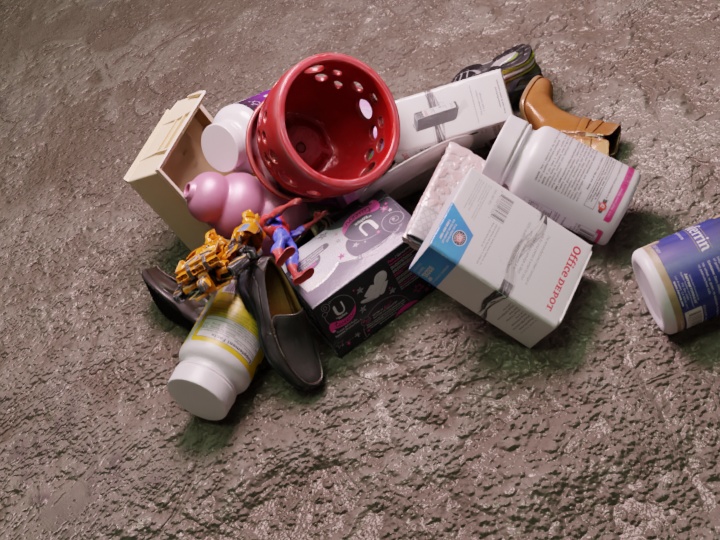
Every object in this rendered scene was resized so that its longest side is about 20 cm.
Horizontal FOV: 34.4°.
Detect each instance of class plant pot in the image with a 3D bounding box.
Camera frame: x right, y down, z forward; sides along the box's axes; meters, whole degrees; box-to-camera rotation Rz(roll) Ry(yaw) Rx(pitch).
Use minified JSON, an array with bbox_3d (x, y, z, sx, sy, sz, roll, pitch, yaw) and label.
[{"bbox_3d":[-0.063,-0.201,1.735,0.201,0.201,0.182,-48,11,-22],"label":"plant pot"}]

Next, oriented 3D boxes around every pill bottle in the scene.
[{"bbox_3d":[-0.192,0.107,1.682,0.113,0.115,0.201,4,50,31],"label":"pill bottle"},{"bbox_3d":[0.275,-0.129,1.613,0.199,0.114,0.114,28,59,6],"label":"pill bottle"},{"bbox_3d":[-0.162,-0.224,1.873,0.112,0.114,0.200,9,26,34],"label":"pill bottle"},{"bbox_3d":[0.452,-0.008,1.459,0.198,0.116,0.116,-23,41,4],"label":"pill bottle"}]

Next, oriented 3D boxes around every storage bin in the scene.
[{"bbox_3d":[-0.255,-0.155,1.905,0.093,0.200,0.200,-11,41,39],"label":"storage bin"}]

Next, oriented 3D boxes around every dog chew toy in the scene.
[{"bbox_3d":[-0.181,-0.096,1.817,0.124,0.199,0.126,-34,47,47],"label":"dog chew toy"}]

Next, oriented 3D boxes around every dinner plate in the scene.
[{"bbox_3d":[0.089,-0.146,1.769,0.199,0.200,0.024,-27,83,0],"label":"dinner plate"}]

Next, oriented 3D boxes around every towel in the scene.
[{"bbox_3d":[0.177,-0.067,1.638,0.199,0.032,0.192,31,58,-2],"label":"towel"}]

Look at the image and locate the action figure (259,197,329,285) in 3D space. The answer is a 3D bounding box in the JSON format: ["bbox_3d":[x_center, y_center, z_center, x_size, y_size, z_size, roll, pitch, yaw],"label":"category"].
[{"bbox_3d":[-0.089,-0.058,1.660,0.099,0.065,0.200,-40,25,1],"label":"action figure"}]

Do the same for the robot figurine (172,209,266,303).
[{"bbox_3d":[-0.205,-0.019,1.679,0.144,0.059,0.200,-28,13,18],"label":"robot figurine"}]

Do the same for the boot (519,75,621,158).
[{"bbox_3d":[0.321,-0.218,1.776,0.153,0.074,0.202,-3,59,27],"label":"boot"}]

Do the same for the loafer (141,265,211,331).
[{"bbox_3d":[-0.269,0.046,1.826,0.071,0.073,0.199,-39,51,-21],"label":"loafer"}]

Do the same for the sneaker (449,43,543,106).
[{"bbox_3d":[0.215,-0.297,1.911,0.199,0.081,0.074,-15,35,43],"label":"sneaker"}]

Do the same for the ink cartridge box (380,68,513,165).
[{"bbox_3d":[0.136,-0.231,1.809,0.198,0.144,0.085,-15,83,8],"label":"ink cartridge box"}]

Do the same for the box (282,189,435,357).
[{"bbox_3d":[0.000,0.000,1.688,0.199,0.115,0.132,-35,42,-9],"label":"box"}]

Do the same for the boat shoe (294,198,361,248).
[{"bbox_3d":[-0.055,-0.046,1.794,0.074,0.074,0.200,24,62,42],"label":"boat shoe"}]

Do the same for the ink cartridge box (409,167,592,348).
[{"bbox_3d":[0.188,-0.016,1.549,0.199,0.084,0.146,33,59,-3],"label":"ink cartridge box"}]

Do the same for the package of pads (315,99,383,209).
[{"bbox_3d":[-0.016,-0.196,1.924,0.120,0.076,0.200,14,55,42],"label":"package of pads"}]

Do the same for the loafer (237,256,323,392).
[{"bbox_3d":[-0.106,0.075,1.630,0.072,0.201,0.072,-26,-8,-35],"label":"loafer"}]
